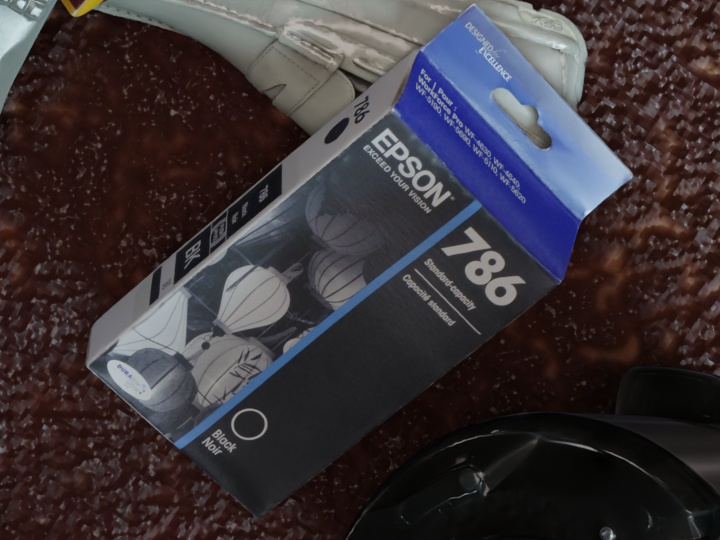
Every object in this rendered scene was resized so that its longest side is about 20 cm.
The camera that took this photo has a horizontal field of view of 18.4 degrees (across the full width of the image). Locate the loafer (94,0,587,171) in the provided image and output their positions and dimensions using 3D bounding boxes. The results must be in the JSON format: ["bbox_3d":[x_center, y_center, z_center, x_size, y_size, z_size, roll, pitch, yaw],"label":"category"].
[{"bbox_3d":[-0.012,-0.083,0.851,0.199,0.070,0.070,13,86,-3],"label":"loafer"}]

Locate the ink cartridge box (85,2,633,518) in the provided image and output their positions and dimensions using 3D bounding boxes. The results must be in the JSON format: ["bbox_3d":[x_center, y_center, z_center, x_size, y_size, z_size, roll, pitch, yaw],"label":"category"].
[{"bbox_3d":[0.000,0.000,0.840,0.200,0.039,0.099,-41,111,16],"label":"ink cartridge box"}]

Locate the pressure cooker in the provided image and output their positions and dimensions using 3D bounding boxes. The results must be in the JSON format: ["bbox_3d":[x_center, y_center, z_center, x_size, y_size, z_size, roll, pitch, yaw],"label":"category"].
[{"bbox_3d":[0.096,0.141,0.818,0.176,0.200,0.179,-44,69,18],"label":"pressure cooker"}]

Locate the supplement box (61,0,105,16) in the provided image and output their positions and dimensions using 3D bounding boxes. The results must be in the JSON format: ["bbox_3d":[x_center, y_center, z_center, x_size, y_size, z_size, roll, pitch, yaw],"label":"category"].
[{"bbox_3d":[-0.049,-0.196,0.792,0.200,0.086,0.110,-39,96,-26],"label":"supplement box"}]

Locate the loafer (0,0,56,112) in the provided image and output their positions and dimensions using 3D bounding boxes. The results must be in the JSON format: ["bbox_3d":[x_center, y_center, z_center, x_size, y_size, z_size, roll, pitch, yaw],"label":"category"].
[{"bbox_3d":[-0.173,-0.080,0.855,0.075,0.070,0.200,28,106,-32],"label":"loafer"}]
